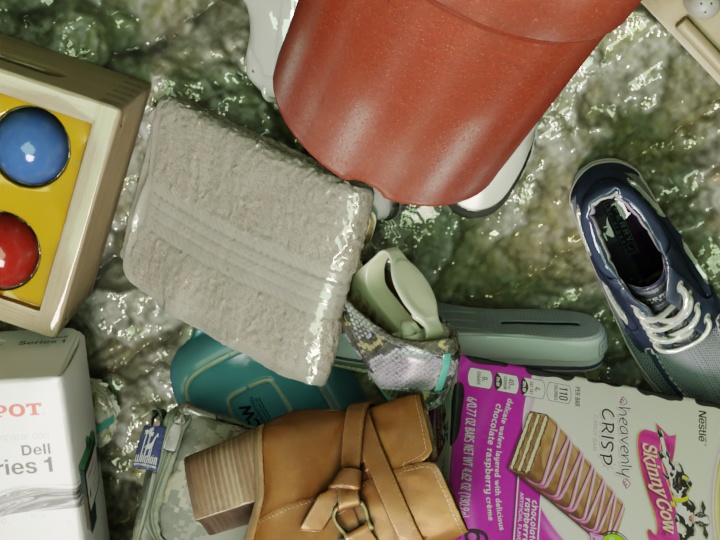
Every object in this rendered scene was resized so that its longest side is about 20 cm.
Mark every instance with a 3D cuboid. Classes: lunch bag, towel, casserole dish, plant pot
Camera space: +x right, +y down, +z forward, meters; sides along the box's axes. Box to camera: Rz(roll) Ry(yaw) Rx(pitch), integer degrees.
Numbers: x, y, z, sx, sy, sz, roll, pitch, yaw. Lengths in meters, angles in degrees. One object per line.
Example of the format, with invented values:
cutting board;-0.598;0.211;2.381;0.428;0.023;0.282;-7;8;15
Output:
lunch bag;-0.059;0.187;1.239;0.199;0.139;0.169;15;87;-1
towel;-0.078;-0.024;1.214;0.200;0.034;0.133;26;108;39
casserole dish;-0.052;0.115;1.303;0.121;0.039;0.201;-26;100;11
plant pot;0.052;-0.154;1.077;0.200;0.201;0.196;28;131;-3

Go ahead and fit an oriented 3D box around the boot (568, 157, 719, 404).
boot;0.193;0.025;1.229;0.073;0.090;0.200;-31;100;12

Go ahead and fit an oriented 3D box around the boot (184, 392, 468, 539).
boot;-0.009;0.178;1.134;0.155;0.077;0.201;-16;70;3

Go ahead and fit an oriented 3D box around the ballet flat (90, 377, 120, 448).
ballet flat;-0.264;0.108;1.308;0.199;0.064;0.076;-11;104;9

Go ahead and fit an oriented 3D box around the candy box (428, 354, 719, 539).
candy box;0.141;0.141;1.207;0.199;0.061;0.137;11;67;-14

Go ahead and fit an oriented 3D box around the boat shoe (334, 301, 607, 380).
boat shoe;0.062;0.060;1.262;0.199;0.072;0.062;4;111;3

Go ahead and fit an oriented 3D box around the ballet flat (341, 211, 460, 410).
ballet flat;0.000;0.000;1.210;0.072;0.072;0.200;-49;58;15

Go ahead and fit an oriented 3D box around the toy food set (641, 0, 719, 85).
toy food set;0.286;-0.151;1.187;0.143;0.060;0.200;-43;100;14

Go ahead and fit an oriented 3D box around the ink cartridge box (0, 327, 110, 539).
ink cartridge box;-0.244;0.147;1.239;0.145;0.084;0.201;-4;108;3

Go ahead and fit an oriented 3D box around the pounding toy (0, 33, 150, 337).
pounding toy;-0.265;-0.053;1.224;0.199;0.142;0.185;18;105;0

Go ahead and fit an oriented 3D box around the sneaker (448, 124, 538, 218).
sneaker;0.088;-0.125;1.206;0.073;0.080;0.201;14;107;-1

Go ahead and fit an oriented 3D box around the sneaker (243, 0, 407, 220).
sneaker;-0.023;-0.124;1.230;0.087;0.074;0.201;-19;96;22
